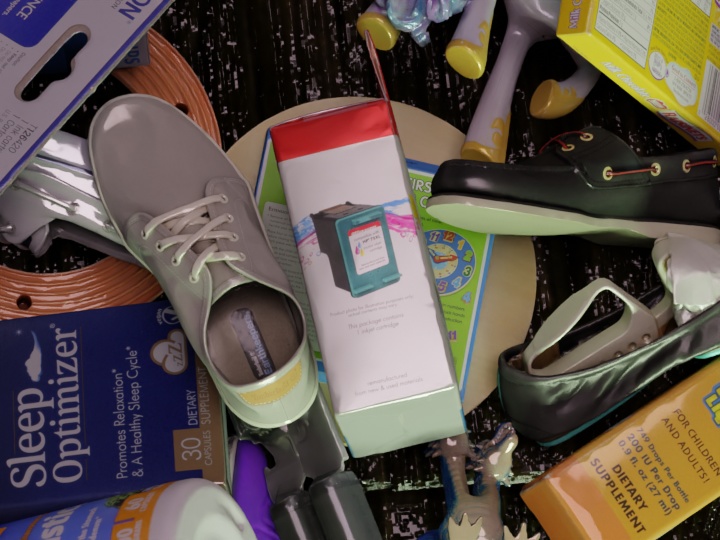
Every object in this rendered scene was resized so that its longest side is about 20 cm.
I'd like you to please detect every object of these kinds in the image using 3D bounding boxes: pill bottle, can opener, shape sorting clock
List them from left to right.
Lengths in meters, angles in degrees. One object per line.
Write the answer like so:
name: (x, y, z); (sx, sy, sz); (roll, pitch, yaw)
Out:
pill bottle: (-0.155, 0.180, 1.502); (0.200, 0.112, 0.112); (-15, 75, 22)
can opener: (-0.012, 0.128, 1.560); (0.053, 0.067, 0.200); (-28, 79, 29)
shape sorting clock: (0.000, 0.000, 1.642); (0.200, 0.039, 0.200); (1, 81, -8)

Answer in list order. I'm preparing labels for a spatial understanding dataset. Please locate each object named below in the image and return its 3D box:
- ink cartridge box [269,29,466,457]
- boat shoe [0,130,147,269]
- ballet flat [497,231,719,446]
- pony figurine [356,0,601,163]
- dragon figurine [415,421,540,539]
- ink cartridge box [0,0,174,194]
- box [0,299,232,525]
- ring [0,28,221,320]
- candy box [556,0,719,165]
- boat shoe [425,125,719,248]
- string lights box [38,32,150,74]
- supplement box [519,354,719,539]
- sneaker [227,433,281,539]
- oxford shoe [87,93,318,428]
ink cartridge box: (0.001, -0.013, 1.554); (0.067, 0.116, 0.200); (-13, 74, 1)
boat shoe: (-0.173, -0.041, 1.593); (0.200, 0.074, 0.065); (15, 80, 4)
ballet flat: (0.163, 0.026, 1.615); (0.200, 0.068, 0.068); (-31, 117, 1)
pony figurine: (0.082, -0.180, 1.650); (0.193, 0.166, 0.200); (49, 53, -20)
dragon figurine: (0.055, 0.173, 1.593); (0.059, 0.099, 0.200); (8, 93, -7)
ink cartridge box: (-0.218, -0.136, 1.558); (0.200, 0.047, 0.198); (34, 67, 14)
box: (-0.172, 0.081, 1.565); (0.200, 0.032, 0.121); (-8, 56, 2)
ring: (-0.177, -0.059, 1.646); (0.200, 0.019, 0.201); (2, 75, -8)
candy box: (0.172, -0.140, 1.637); (0.026, 0.200, 0.102); (-3, 69, 33)
boat shoe: (0.118, -0.047, 1.623); (0.201, 0.074, 0.063); (3, 87, -36)
string lights box: (-0.220, -0.161, 1.627); (0.200, 0.059, 0.103); (-6, 64, -3)
supplement box: (0.190, 0.091, 1.630); (0.200, 0.069, 0.067); (-33, 84, -17)
sneaker: (-0.045, 0.189, 1.576); (0.099, 0.070, 0.201); (6, 70, -20)
oxford shoe: (-0.081, -0.011, 1.535); (0.075, 0.058, 0.200); (-27, 75, -4)
